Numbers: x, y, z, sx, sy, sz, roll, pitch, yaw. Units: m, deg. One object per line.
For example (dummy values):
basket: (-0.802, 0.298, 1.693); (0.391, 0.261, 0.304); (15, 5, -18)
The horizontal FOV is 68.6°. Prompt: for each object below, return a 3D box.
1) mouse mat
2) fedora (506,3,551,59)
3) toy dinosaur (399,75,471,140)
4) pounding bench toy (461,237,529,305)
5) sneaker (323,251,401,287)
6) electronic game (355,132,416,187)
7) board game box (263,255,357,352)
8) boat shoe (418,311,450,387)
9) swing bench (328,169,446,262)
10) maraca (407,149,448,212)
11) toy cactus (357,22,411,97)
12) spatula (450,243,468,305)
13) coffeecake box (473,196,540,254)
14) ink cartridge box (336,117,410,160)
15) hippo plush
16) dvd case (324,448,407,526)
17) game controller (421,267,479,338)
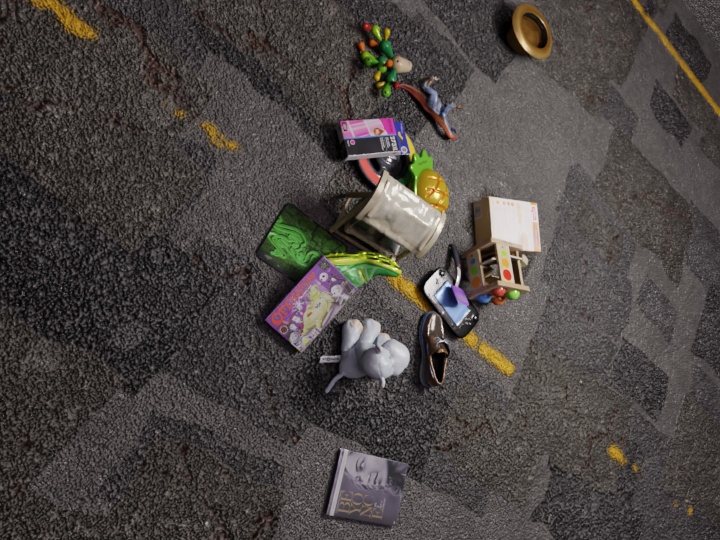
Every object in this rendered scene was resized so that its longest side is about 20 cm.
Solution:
mouse mat: (-0.136, -0.048, 1.284); (0.200, 0.008, 0.161); (36, 66, -19)
fedora: (0.550, -0.779, 1.754); (0.200, 0.082, 0.202); (7, 77, -34)
toy dinosaur: (0.219, -0.465, 1.539); (0.199, 0.105, 0.182); (-9, 101, 6)
pounding bench toy: (0.409, 0.018, 1.500); (0.199, 0.124, 0.157); (10, 64, -31)
sneaker: (0.000, 0.000, 1.295); (0.199, 0.074, 0.084); (3, 114, -4)
electronic game: (0.071, -0.309, 1.425); (0.199, 0.042, 0.201); (5, 80, -30)
board game box: (-0.114, 0.078, 1.230); (0.120, 0.032, 0.200); (43, 83, -12)
boat shoe: (0.203, 0.207, 1.399); (0.072, 0.072, 0.201); (6, 79, -29)
swing bench: (0.065, -0.118, 1.297); (0.198, 0.200, 0.130); (31, 68, -23)
maraca: (0.178, -0.222, 1.425); (0.137, 0.107, 0.201); (-34, 115, -49)
toy cactus: (0.079, -0.579, 1.454); (0.165, 0.102, 0.201); (-10, 79, -40)
spatula: (0.270, 0.009, 1.468); (0.056, 0.021, 0.201); (23, 52, -36)
coffeecake box: (0.442, -0.130, 1.591); (0.199, 0.073, 0.154); (3, 80, -29)
ink cartridge box: (0.040, -0.345, 1.378); (0.199, 0.037, 0.095); (-11, 83, -26)
hippo plush: (0.023, 0.190, 1.246); (0.199, 0.161, 0.160); (-9, 87, -31)
dvd case: (0.018, 0.525, 1.274); (0.199, 0.016, 0.149); (22, 72, -25)
game controller: (0.249, 0.090, 1.460); (0.200, 0.042, 0.104); (51, 56, -13)
